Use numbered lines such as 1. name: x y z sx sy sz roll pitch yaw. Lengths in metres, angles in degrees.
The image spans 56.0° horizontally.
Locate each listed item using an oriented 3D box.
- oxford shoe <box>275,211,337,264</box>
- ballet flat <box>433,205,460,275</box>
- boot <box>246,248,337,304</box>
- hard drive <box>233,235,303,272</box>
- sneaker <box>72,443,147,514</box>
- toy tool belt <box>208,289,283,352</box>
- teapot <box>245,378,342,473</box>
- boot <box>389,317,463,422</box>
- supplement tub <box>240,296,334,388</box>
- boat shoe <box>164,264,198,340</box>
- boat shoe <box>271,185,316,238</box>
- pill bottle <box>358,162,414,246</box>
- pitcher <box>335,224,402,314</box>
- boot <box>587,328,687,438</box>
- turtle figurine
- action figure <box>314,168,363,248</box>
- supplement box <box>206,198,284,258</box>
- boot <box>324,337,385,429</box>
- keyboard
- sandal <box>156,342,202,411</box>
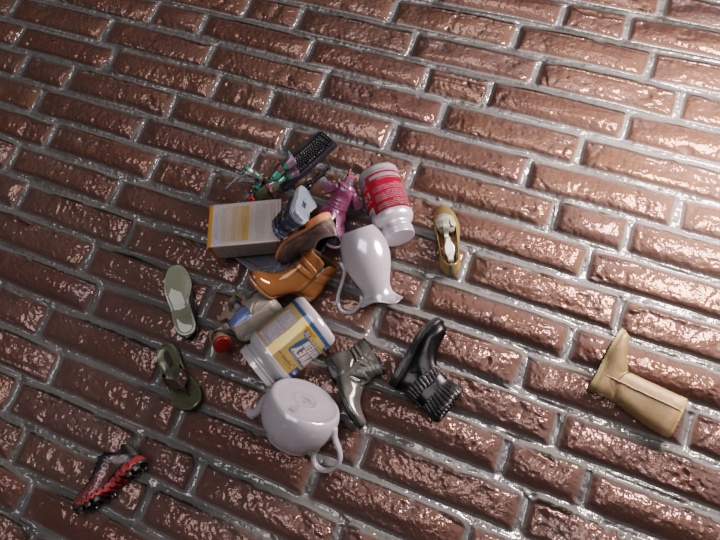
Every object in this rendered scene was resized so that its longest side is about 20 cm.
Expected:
1. oxford shoe: -0.138 -0.063 1.701 0.200 0.071 0.073 -38 74 31
2. ballet flat: 0.226 -0.088 1.738 0.068 0.063 0.202 -9 67 4
3. boot: -0.165 0.009 1.665 0.155 0.199 0.077 -46 36 21
4. hard drive: -0.230 -0.038 1.800 0.199 0.042 0.135 30 75 19
5. sneaker: -0.615 0.496 1.633 0.200 0.071 0.098 -39 68 -10
6. toy tool belt: -0.299 0.118 1.724 0.199 0.126 0.123 -33 36 -8
7. teapot: -0.149 0.360 1.576 0.147 0.196 0.200 -66 26 20
8. boot: 0.183 0.234 1.606 0.157 0.079 0.212 31 87 26
9. supplement tub: -0.177 0.177 1.651 0.199 0.145 0.145 -39 68 -7
10. boat shoe: -0.470 0.085 1.778 0.071 0.061 0.203 -11 67 -9
11. boat shoe: -0.173 -0.150 1.726 0.091 0.201 0.071 -34 106 18
12. pill bottle: 0.072 -0.170 1.767 0.111 0.112 0.202 -18 66 1
13. pitcher: 0.000 0.000 1.699 0.170 0.121 0.202 -17 92 9
14. boot: 0.642 0.253 1.542 0.199 0.066 0.176 28 87 19
15. turtle figurine: -0.261 -0.238 1.824 0.199 0.150 0.101 -32 88 -11
16. action figure: -0.066 -0.172 1.767 0.133 0.149 0.202 24 102 -1
17. supplement box: -0.294 -0.108 1.774 0.198 0.074 0.127 -4 65 7
18. boot: 0.004 0.268 1.634 0.129 0.068 0.201 -23 68 -7
19. keyboard: -0.146 -0.297 1.902 0.200 0.021 0.127 -43 69 -8
20. sandal: -0.468 0.268 1.707 0.079 0.057 0.202 -34 68 -5
